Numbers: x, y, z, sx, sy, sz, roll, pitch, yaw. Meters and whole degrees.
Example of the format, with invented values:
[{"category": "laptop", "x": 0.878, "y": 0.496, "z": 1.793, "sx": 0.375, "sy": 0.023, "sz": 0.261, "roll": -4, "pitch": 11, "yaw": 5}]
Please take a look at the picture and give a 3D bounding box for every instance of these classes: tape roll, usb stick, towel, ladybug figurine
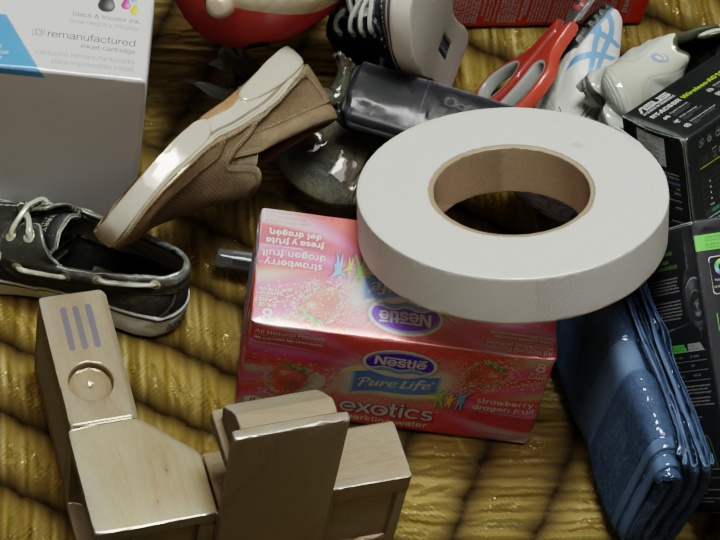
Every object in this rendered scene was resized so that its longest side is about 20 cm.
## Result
[{"category": "tape roll", "x": 0.097, "y": -0.038, "z": 1.567, "sx": 0.201, "sy": 0.037, "sz": 0.203, "roll": -1, "pitch": 34, "yaw": 1}, {"category": "usb stick", "x": 0.082, "y": -0.093, "z": 1.679, "sx": 0.199, "sy": 0.033, "sz": 0.056, "roll": 17, "pitch": 56, "yaw": 2}, {"category": "towel", "x": 0.172, "y": 0.076, "z": 1.597, "sx": 0.048, "sy": 0.112, "sz": 0.201, "roll": -4, "pitch": 54, "yaw": -19}, {"category": "ladybug figurine", "x": -0.069, "y": -0.207, "z": 1.690, "sx": 0.135, "sy": 0.072, "sz": 0.200, "roll": 20, "pitch": 31, "yaw": 11}]

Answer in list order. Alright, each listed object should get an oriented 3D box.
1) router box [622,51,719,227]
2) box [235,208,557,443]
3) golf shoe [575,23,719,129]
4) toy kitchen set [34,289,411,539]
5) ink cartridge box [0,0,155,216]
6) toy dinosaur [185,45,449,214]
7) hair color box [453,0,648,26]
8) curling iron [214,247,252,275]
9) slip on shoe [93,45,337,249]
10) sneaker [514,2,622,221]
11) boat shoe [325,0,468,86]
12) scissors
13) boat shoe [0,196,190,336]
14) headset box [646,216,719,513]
[{"category": "router box", "x": 0.274, "y": -0.078, "z": 1.703, "sx": 0.199, "sy": 0.151, "sz": 0.062, "roll": -32, "pitch": 37, "yaw": -29}, {"category": "box", "x": 0.023, "y": 0.036, "z": 1.607, "sx": 0.199, "sy": 0.103, "sz": 0.095, "roll": 8, "pitch": 52, "yaw": -5}, {"category": "golf shoe", "x": 0.247, "y": -0.132, "z": 1.746, "sx": 0.199, "sy": 0.097, "sz": 0.079, "roll": -10, "pitch": 65, "yaw": -51}, {"category": "toy kitchen set", "x": -0.085, "y": 0.073, "z": 1.520, "sx": 0.199, "sy": 0.164, "sz": 0.181, "roll": -8, "pitch": 55, "yaw": -16}, {"category": "ink cartridge box", "x": -0.215, "y": -0.163, "z": 1.685, "sx": 0.146, "sy": 0.146, "sz": 0.201, "roll": 5, "pitch": 52, "yaw": -6}, {"category": "toy dinosaur", "x": -0.021, "y": -0.085, "z": 1.722, "sx": 0.102, "sy": 0.077, "sz": 0.200, "roll": -39, "pitch": 73, "yaw": -19}, {"category": "hair color box", "x": 0.113, "y": -0.244, "z": 1.859, "sx": 0.199, "sy": 0.064, "sz": 0.111, "roll": -1, "pitch": 55, "yaw": -13}, {"category": "curling iron", "x": 0.000, "y": 0.000, "z": 1.674, "sx": 0.199, "sy": 0.026, "sz": 0.050, "roll": 4, "pitch": 90, "yaw": -3}, {"category": "slip on shoe", "x": -0.092, "y": -0.070, "z": 1.623, "sx": 0.061, "sy": 0.076, "sz": 0.200, "roll": 48, "pitch": 53, "yaw": -3}, {"category": "sneaker", "x": 0.160, "y": -0.112, "z": 1.771, "sx": 0.072, "sy": 0.072, "sz": 0.201, "roll": 32, "pitch": 49, "yaw": -14}, {"category": "boat shoe", "x": 0.015, "y": -0.175, "z": 1.721, "sx": 0.092, "sy": 0.200, "sz": 0.075, "roll": 18, "pitch": 79, "yaw": 13}, {"category": "scissors", "x": 0.155, "y": -0.178, "z": 1.770, "sx": 0.200, "sy": 0.014, "sz": 0.073, "roll": -46, "pitch": 25, "yaw": 3}, {"category": "boat shoe", "x": -0.206, "y": -0.019, "z": 1.630, "sx": 0.199, "sy": 0.064, "sz": 0.071, "roll": 16, "pitch": 52, "yaw": 2}, {"category": "headset box", "x": 0.288, "y": 0.045, "z": 1.599, "sx": 0.173, "sy": 0.093, "sz": 0.201, "roll": -7, "pitch": 87, "yaw": -16}]
